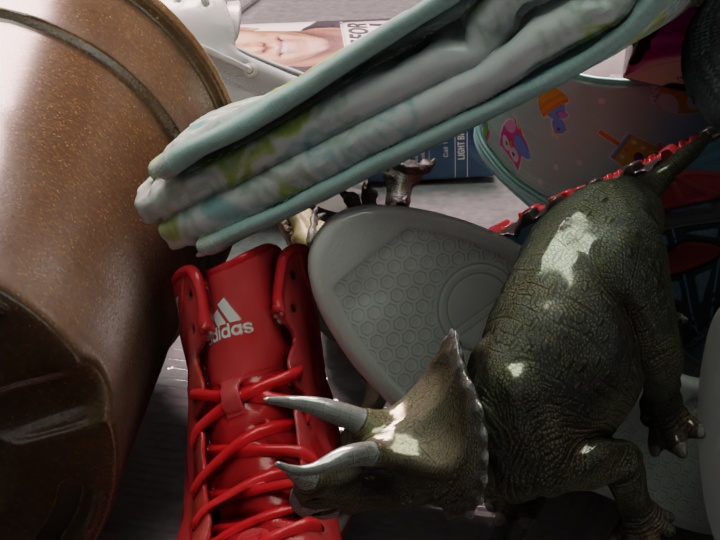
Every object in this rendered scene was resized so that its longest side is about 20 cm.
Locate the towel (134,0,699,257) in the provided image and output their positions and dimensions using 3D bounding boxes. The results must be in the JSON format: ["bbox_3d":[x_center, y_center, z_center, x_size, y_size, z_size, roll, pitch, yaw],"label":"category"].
[{"bbox_3d":[0.030,-0.073,0.774,0.200,0.048,0.171,-25,5,18],"label":"towel"}]

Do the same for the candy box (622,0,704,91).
[{"bbox_3d":[0.189,-0.159,0.912,0.136,0.061,0.200,12,59,1],"label":"candy box"}]

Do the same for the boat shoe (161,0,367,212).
[{"bbox_3d":[-0.076,-0.099,1.044,0.200,0.069,0.072,29,7,-8],"label":"boat shoe"}]

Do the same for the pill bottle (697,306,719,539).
[{"bbox_3d":[0.217,0.052,0.712,0.200,0.120,0.120,0,23,-7],"label":"pill bottle"}]

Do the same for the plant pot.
[{"bbox_3d":[-0.147,0.009,0.782,0.200,0.201,0.198,-1,31,2],"label":"plant pot"}]

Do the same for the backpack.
[{"bbox_3d":[0.148,-0.081,0.991,0.200,0.154,0.176,-8,32,-22],"label":"backpack"}]

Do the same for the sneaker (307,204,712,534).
[{"bbox_3d":[0.054,0.029,0.786,0.200,0.071,0.099,28,3,-24],"label":"sneaker"}]

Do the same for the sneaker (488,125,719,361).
[{"bbox_3d":[0.110,0.008,0.866,0.200,0.096,0.079,-25,-5,26],"label":"sneaker"}]

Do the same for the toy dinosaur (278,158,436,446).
[{"bbox_3d":[0.000,0.000,0.905,0.047,0.088,0.200,13,22,-11],"label":"toy dinosaur"}]

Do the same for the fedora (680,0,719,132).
[{"bbox_3d":[0.211,-0.052,0.773,0.200,0.092,0.201,-5,35,3],"label":"fedora"}]

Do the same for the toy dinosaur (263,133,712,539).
[{"bbox_3d":[0.069,0.023,0.684,0.077,0.102,0.200,26,65,40],"label":"toy dinosaur"}]

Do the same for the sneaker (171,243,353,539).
[{"bbox_3d":[-0.043,0.061,0.714,0.078,0.116,0.200,-12,20,0],"label":"sneaker"}]

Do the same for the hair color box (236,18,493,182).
[{"bbox_3d":[-0.034,-0.088,1.139,0.200,0.061,0.100,-3,23,-3],"label":"hair color box"}]
